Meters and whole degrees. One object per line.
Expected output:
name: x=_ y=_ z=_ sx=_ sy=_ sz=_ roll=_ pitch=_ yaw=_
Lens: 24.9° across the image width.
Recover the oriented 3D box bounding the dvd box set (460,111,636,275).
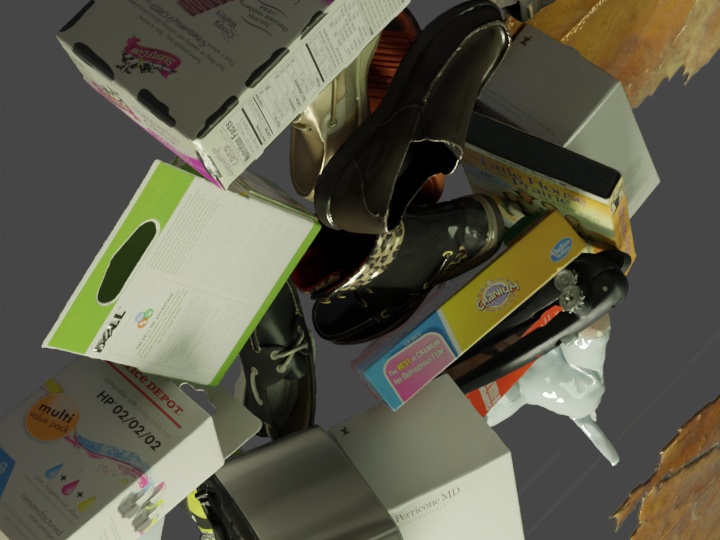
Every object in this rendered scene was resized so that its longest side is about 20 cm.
dvd box set: x=0.159 y=-0.062 z=1.386 sx=0.030 sy=0.146 sz=0.200 roll=-62 pitch=161 yaw=-11

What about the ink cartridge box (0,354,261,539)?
ink cartridge box: x=-0.180 y=0.125 z=1.160 sx=0.200 sy=0.115 sz=0.068 roll=-40 pitch=149 yaw=-23

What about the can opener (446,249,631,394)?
can opener: x=0.146 y=0.050 z=1.385 sx=0.200 sy=0.064 sz=0.078 roll=-38 pitch=152 yaw=24

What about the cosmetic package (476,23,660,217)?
cosmetic package: x=0.184 y=-0.116 z=1.429 sx=0.085 sy=0.107 sz=0.200 roll=-50 pitch=149 yaw=-3

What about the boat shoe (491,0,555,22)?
boat shoe: x=0.103 y=-0.231 z=1.223 sx=0.074 sy=0.074 sz=0.200 roll=-58 pitch=149 yaw=9

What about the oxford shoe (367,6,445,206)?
oxford shoe: x=0.033 y=-0.139 z=1.250 sx=0.201 sy=0.071 sz=0.073 roll=79 pitch=28 yaw=-51

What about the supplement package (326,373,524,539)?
supplement package: x=0.062 y=0.215 z=1.396 sx=0.121 sy=0.120 sz=0.201 roll=-23 pitch=129 yaw=-13

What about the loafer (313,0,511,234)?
loafer: x=0.051 y=-0.100 z=1.149 sx=0.201 sy=0.071 sz=0.073 roll=-54 pitch=149 yaw=-8

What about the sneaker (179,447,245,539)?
sneaker: x=-0.102 y=0.218 z=1.412 sx=0.075 sy=0.076 sz=0.201 roll=-39 pitch=146 yaw=-19

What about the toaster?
toaster: x=-0.044 y=0.238 z=1.300 sx=0.118 sy=0.181 sz=0.201 roll=-22 pitch=123 yaw=-17

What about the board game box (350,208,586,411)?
board game box: x=0.084 y=0.031 z=1.333 sx=0.200 sy=0.040 sz=0.153 roll=-40 pitch=-178 yaw=-4

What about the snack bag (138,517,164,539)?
snack bag: x=-0.242 y=0.283 z=1.339 sx=0.188 sy=0.021 sz=0.201 roll=-26 pitch=141 yaw=-40

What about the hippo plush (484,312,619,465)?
hippo plush: x=0.152 y=0.085 z=1.609 sx=0.160 sy=0.160 sz=0.201 roll=-12 pitch=124 yaw=-7

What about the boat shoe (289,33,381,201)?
boat shoe: x=-0.032 y=-0.132 z=1.148 sx=0.065 sy=0.072 sz=0.201 roll=-14 pitch=135 yaw=-31

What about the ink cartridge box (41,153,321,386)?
ink cartridge box: x=-0.137 y=-0.011 z=1.117 sx=0.148 sy=0.076 sz=0.200 roll=-56 pitch=149 yaw=7

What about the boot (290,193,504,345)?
boot: x=0.000 y=0.000 z=1.278 sx=0.199 sy=0.074 sz=0.150 roll=-31 pitch=162 yaw=35

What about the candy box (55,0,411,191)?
candy box: x=-0.066 y=-0.164 z=0.990 sx=0.200 sy=0.136 sz=0.061 roll=-45 pitch=149 yaw=-11

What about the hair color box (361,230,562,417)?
hair color box: x=0.111 y=0.048 z=1.498 sx=0.200 sy=0.111 sz=0.064 roll=-46 pitch=149 yaw=-12

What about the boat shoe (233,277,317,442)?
boat shoe: x=-0.067 y=0.070 z=1.317 sx=0.074 sy=0.060 sz=0.201 roll=-30 pitch=144 yaw=-31
